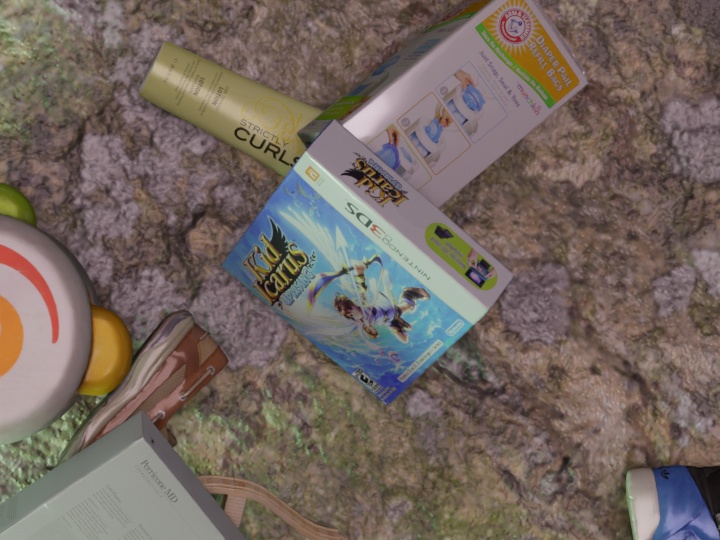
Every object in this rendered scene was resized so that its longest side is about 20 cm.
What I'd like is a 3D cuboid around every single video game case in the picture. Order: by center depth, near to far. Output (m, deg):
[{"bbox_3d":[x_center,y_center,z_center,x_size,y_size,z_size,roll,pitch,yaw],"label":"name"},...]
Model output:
[{"bbox_3d":[0.000,0.000,1.445,0.181,0.200,0.045,41,55,0],"label":"video game case"}]

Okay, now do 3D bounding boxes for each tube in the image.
[{"bbox_3d":[-0.082,-0.123,1.519,0.199,0.052,0.058,27,125,-8],"label":"tube"}]

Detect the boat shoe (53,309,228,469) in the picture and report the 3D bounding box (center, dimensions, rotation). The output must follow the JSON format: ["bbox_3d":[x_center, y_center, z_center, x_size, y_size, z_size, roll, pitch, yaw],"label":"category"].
[{"bbox_3d":[-0.181,0.127,1.487,0.072,0.076,0.200,38,90,-7],"label":"boat shoe"}]

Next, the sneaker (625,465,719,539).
[{"bbox_3d":[0.282,0.258,1.510,0.110,0.077,0.202,-6,81,5],"label":"sneaker"}]

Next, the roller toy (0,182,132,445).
[{"bbox_3d":[-0.295,0.048,1.449,0.182,0.140,0.200,-39,91,-4],"label":"roller toy"}]

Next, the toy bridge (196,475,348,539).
[{"bbox_3d":[-0.105,0.200,1.486,0.198,0.027,0.068,11,111,-12],"label":"toy bridge"}]

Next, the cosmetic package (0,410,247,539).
[{"bbox_3d":[-0.173,0.229,1.446,0.150,0.052,0.200,-32,114,8],"label":"cosmetic package"}]

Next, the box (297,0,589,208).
[{"bbox_3d":[0.065,-0.130,1.482,0.200,0.112,0.102,-39,103,-9],"label":"box"}]
